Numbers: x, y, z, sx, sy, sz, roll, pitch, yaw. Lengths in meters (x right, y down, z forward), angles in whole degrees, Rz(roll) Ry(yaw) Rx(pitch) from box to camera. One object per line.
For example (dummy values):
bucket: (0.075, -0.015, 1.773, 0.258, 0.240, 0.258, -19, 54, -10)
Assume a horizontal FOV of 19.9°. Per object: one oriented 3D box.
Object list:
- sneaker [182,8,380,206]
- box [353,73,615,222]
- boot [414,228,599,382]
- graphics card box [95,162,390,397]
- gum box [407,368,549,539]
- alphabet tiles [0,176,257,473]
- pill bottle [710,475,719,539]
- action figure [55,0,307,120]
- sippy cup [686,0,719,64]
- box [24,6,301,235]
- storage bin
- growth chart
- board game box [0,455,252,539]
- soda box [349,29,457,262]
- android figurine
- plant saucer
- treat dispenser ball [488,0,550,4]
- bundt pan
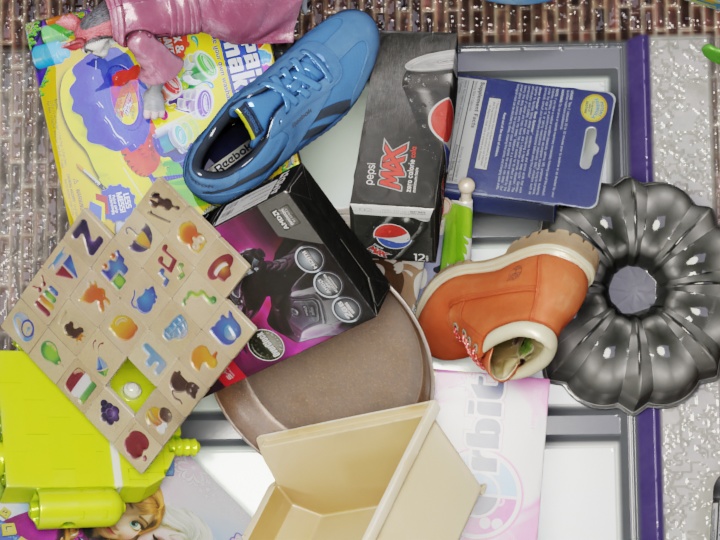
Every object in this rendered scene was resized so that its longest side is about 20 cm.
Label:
sneaker: (-0.058, -0.129, 1.585, 0.066, 0.078, 0.200, 44, 83, 7)
box: (0.104, -0.104, 1.687, 0.199, 0.032, 0.121, 8, 59, 10)
boot: (0.099, 0.046, 1.614, 0.075, 0.200, 0.107, 33, 56, -20)
graphics card box: (-0.092, 0.014, 1.580, 0.200, 0.051, 0.126, -25, 110, 28)
gum box: (0.088, 0.184, 1.662, 0.113, 0.066, 0.201, 5, 83, 2)
alphabet tiles: (-0.172, 0.032, 1.572, 0.167, 0.008, 0.200, 45, 117, 11)
pill bottle: (0.331, 0.223, 1.628, 0.106, 0.106, 0.201, 5, 83, 3)
action figure: (-0.134, -0.201, 1.567, 0.200, 0.149, 0.134, -20, 89, -16)
sippy cup: (0.322, -0.265, 1.687, 0.130, 0.140, 0.178, 11, 44, 14)
box: (-0.153, -0.117, 1.684, 0.192, 0.122, 0.201, -15, 82, -1)
storage bin: (-0.032, 0.214, 1.548, 0.094, 0.198, 0.200, 54, 43, -26)
growth chart: (0.000, 0.000, 1.670, 0.199, 0.018, 0.145, -11, 127, -4)
board game box: (-0.189, 0.227, 1.630, 0.200, 0.041, 0.199, 43, 53, 6)
soda box: (0.036, -0.101, 1.617, 0.071, 0.063, 0.200, 3, 49, 6)
android figurine: (-0.227, 0.123, 1.631, 0.199, 0.041, 0.182, 3, 57, -19)
plant saucer: (-0.029, 0.072, 1.634, 0.200, 0.034, 0.201, 8, 111, 21)
treat dispenser ball: (0.130, -0.316, 1.659, 0.200, 0.201, 0.201, 0, 82, 2)
bundt pan: (0.224, 0.016, 1.675, 0.201, 0.076, 0.203, 0, 83, 1)
